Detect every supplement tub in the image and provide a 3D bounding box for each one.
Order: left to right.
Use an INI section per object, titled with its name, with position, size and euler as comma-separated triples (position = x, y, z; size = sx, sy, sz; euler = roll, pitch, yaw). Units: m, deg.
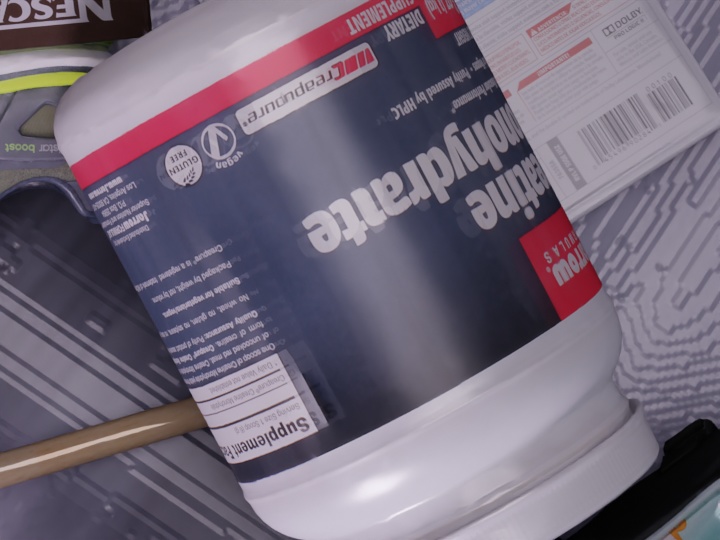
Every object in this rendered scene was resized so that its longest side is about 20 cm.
[supplement tub]
position = 0.000, 0.000, 0.926
size = 0.140, 0.140, 0.200
euler = -29, 93, -8

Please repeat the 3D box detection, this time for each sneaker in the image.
[sneaker]
position = -0.176, -0.035, 0.964
size = 0.199, 0.074, 0.081
euler = -13, 92, -4

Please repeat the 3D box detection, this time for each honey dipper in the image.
[honey dipper]
position = -0.113, 0.065, 0.978
size = 0.199, 0.038, 0.038
euler = -16, 87, -9

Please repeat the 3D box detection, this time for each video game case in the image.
[video game case]
position = 0.023, -0.101, 1.017
size = 0.143, 0.018, 0.200
euler = -32, 89, -8

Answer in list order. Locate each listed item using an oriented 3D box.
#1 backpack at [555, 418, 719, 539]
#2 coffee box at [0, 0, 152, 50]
[backpack]
position = 0.143, 0.169, 0.939
size = 0.177, 0.151, 0.200
euler = -38, 98, 16
[coffee box]
position = -0.173, -0.133, 0.912
size = 0.199, 0.115, 0.080
euler = -5, 46, -4
